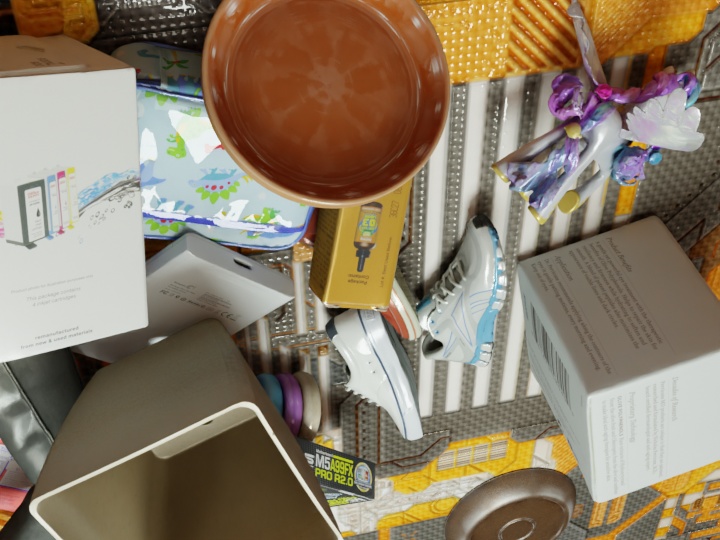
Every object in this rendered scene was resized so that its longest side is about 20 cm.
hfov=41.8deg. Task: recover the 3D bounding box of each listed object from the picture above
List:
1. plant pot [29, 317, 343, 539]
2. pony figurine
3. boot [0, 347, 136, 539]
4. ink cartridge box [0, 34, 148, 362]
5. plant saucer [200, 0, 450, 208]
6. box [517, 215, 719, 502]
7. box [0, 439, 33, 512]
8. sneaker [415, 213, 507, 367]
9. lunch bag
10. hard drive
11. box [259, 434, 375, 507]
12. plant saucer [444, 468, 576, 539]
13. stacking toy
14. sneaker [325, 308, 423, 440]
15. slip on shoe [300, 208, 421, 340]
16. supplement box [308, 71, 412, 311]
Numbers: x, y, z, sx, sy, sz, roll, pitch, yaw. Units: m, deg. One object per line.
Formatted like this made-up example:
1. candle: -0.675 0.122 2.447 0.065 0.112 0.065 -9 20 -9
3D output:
1. plant pot: -0.154 0.164 0.851 0.198 0.178 0.201 -25 126 3
2. pony figurine: 0.217 -0.134 0.850 0.199 0.167 0.193 -40 161 14
3. boot: -0.311 0.162 0.855 0.182 0.072 0.202 -41 123 -35
4. ink cartridge box: -0.254 -0.059 0.692 0.143 0.147 0.203 -13 116 -34
5. plant saucer: -0.027 -0.147 0.739 0.197 0.204 0.032 -2 172 -16
6. box: 0.286 0.094 1.012 0.169 0.200 0.201 -19 134 -1
7. box: -0.310 0.187 0.975 0.198 0.095 0.103 21 121 -31
8. sneaker: 0.101 0.030 0.988 0.085 0.075 0.202 -3 130 -7
9. lunch bag: -0.127 -0.097 0.803 0.197 0.083 0.162 7 130 -21
10. hard drive: -0.177 0.039 0.889 0.199 0.027 0.131 -30 143 32
11. box: -0.107 0.232 1.042 0.198 0.045 0.159 -19 149 35
12. plant saucer: 0.217 0.356 1.328 0.197 0.032 0.202 -10 131 -11
13. stacking toy: -0.145 0.142 0.990 0.197 0.086 0.086 8 127 -26
14. sneaker: 0.017 0.114 1.041 0.070 0.073 0.202 -16 124 10
15. slip on shoe: 0.000 0.000 0.929 0.061 0.074 0.200 -31 126 12
16. supplement box: 0.004 -0.070 0.825 0.066 0.069 0.203 6 102 -22
